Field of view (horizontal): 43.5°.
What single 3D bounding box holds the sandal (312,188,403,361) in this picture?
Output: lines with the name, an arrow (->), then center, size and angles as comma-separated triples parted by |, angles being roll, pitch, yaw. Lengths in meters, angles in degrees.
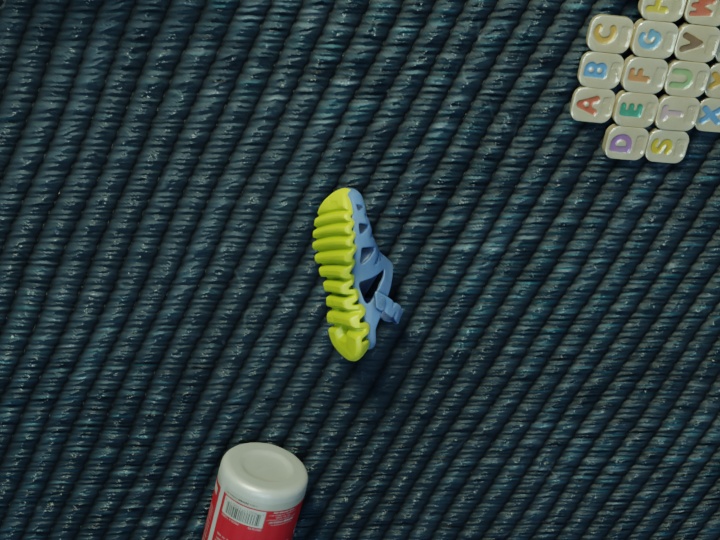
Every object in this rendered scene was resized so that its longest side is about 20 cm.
sandal -> 0.000, 0.000, 1.055 | 0.087, 0.079, 0.200 | -17, 110, -31

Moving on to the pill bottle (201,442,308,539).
pill bottle -> -0.141, 0.330, 1.147 | 0.112, 0.112, 0.200 | 13, 111, -9

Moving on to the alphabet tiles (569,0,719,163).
alphabet tiles -> 0.339, -0.216, 1.005 | 0.195, 0.015, 0.200 | 5, 118, -6
